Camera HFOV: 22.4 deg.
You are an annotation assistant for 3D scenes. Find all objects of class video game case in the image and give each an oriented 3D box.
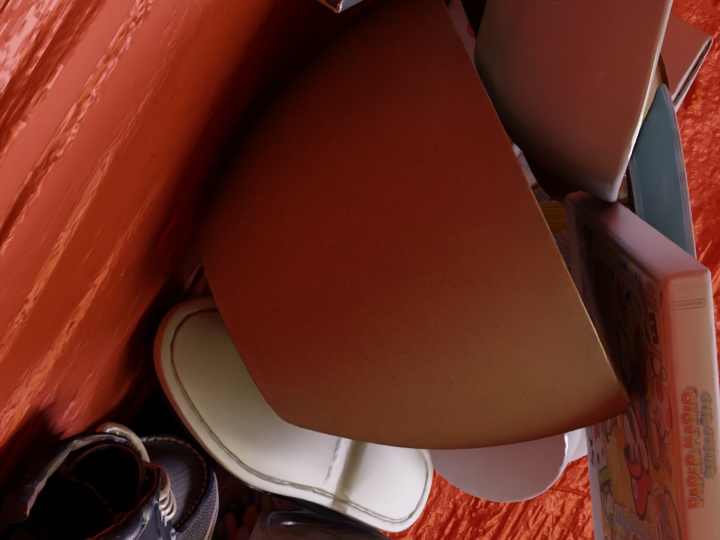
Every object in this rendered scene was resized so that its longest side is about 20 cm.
[{"bbox_3d":[0.124,0.069,0.800,0.200,0.023,0.183,-114,-163,-78],"label":"video game case"}]

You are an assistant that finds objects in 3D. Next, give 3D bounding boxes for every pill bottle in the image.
[{"bbox_3d":[0.102,0.035,0.998,0.200,0.112,0.113,-51,169,-53],"label":"pill bottle"}]

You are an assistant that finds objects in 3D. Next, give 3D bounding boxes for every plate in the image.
[{"bbox_3d":[0.148,0.011,0.883,0.200,0.025,0.201,-7,90,-84],"label":"plate"}]

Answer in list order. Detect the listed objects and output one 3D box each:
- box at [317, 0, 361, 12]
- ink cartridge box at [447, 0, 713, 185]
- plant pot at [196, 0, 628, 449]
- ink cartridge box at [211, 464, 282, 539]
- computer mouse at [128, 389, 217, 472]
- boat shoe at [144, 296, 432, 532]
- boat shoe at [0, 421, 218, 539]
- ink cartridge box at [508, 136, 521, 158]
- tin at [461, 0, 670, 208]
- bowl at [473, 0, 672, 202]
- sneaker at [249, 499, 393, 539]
[{"bbox_3d":[0.041,-0.196,0.629,0.201,0.043,0.160,-62,172,24],"label":"box"},{"bbox_3d":[0.108,-0.090,1.129,0.086,0.147,0.200,-53,172,-41],"label":"ink cartridge box"},{"bbox_3d":[0.010,-0.005,0.763,0.134,0.201,0.200,-25,175,4],"label":"plant pot"},{"bbox_3d":[-0.066,0.143,1.068,0.201,0.042,0.119,-58,-142,9],"label":"ink cartridge box"},{"bbox_3d":[-0.122,0.141,0.896,0.200,0.046,0.141,-52,169,-46],"label":"computer mouse"},{"bbox_3d":[-0.045,0.068,0.868,0.199,0.066,0.075,31,73,-46],"label":"boat shoe"},{"bbox_3d":[-0.099,0.099,0.757,0.093,0.075,0.200,-54,176,28],"label":"boat shoe"},{"bbox_3d":[0.000,0.000,1.001,0.200,0.086,0.147,-54,172,-45],"label":"ink cartridge box"},{"bbox_3d":[0.108,-0.125,0.955,0.112,0.042,0.201,-46,123,-37],"label":"tin"},{"bbox_3d":[0.102,-0.135,0.774,0.200,0.074,0.201,-2,108,-83],"label":"bowl"},{"bbox_3d":[-0.030,0.181,0.905,0.200,0.073,0.119,81,26,-87],"label":"sneaker"}]
